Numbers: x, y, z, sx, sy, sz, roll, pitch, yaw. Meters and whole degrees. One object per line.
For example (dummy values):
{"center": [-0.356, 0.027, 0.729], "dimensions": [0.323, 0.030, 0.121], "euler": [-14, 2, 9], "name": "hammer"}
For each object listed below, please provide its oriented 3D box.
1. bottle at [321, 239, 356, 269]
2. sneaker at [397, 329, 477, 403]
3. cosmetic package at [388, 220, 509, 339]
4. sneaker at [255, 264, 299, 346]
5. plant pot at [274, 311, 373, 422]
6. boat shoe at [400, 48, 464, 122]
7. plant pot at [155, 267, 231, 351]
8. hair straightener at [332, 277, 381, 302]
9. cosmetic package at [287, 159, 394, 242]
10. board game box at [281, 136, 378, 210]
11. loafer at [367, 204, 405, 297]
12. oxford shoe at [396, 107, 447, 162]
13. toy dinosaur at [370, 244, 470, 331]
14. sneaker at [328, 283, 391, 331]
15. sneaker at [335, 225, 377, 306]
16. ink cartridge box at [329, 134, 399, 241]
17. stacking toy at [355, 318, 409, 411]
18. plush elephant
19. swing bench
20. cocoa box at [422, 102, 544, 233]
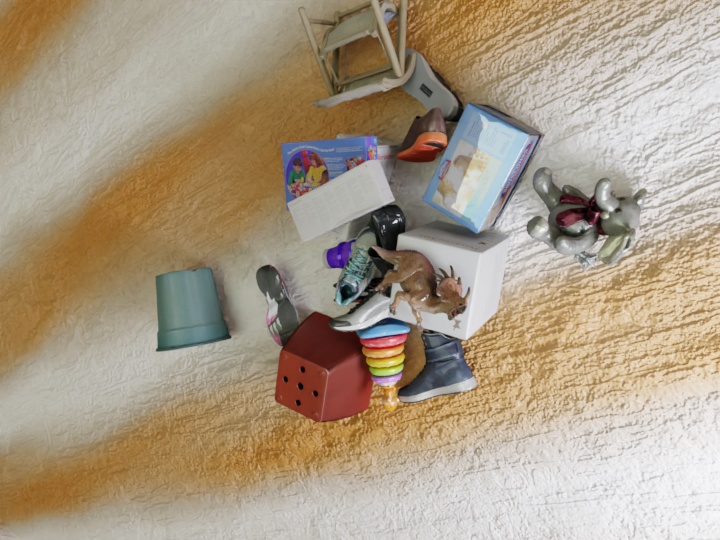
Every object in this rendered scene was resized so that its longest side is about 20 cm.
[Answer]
{"center": [0.007, -0.039, 1.270], "dimensions": [0.198, 0.083, 0.066], "euler": [-9, 86, 32], "name": "bottle"}
{"center": [0.146, 0.205, 1.251], "dimensions": [0.201, 0.077, 0.148], "euler": [-24, 84, 36], "name": "sneaker"}
{"center": [0.176, 0.010, 1.113], "dimensions": [0.166, 0.199, 0.168], "euler": [15, 109, 26], "name": "cosmetic package"}
{"center": [-0.195, 0.085, 1.419], "dimensions": [0.079, 0.086, 0.203], "euler": [-14, 84, 4], "name": "sneaker"}
{"center": [-0.091, 0.240, 1.338], "dimensions": [0.198, 0.176, 0.202], "euler": [18, 110, 25], "name": "plant pot"}
{"center": [0.135, -0.361, 1.129], "dimensions": [0.069, 0.056, 0.201], "euler": [-47, 58, 28], "name": "boat shoe"}
{"center": [-0.457, 0.100, 1.523], "dimensions": [0.198, 0.199, 0.199], "euler": [-10, 88, 31], "name": "plant pot"}
{"center": [0.024, 0.037, 1.302], "dimensions": [0.198, 0.041, 0.078], "euler": [1, 103, 30], "name": "hair straightener"}
{"center": [-0.039, -0.129, 1.070], "dimensions": [0.198, 0.051, 0.083], "euler": [-21, 93, 32], "name": "cosmetic package"}
{"center": [-0.060, -0.189, 1.124], "dimensions": [0.198, 0.045, 0.136], "euler": [4, 104, 30], "name": "board game box"}
{"center": [0.047, -0.034, 1.118], "dimensions": [0.068, 0.070, 0.203], "euler": [-120, 24, -53], "name": "loafer"}
{"center": [0.122, -0.259, 1.119], "dimensions": [0.200, 0.070, 0.074], "euler": [172, 103, -74], "name": "oxford shoe"}
{"center": [0.106, 0.016, 0.994], "dimensions": [0.135, 0.086, 0.201], "euler": [-42, 68, 23], "name": "toy dinosaur"}
{"center": [0.022, 0.076, 1.226], "dimensions": [0.198, 0.074, 0.080], "euler": [-21, 96, -7], "name": "sneaker"}
{"center": [0.000, 0.000, 1.187], "dimensions": [0.077, 0.086, 0.201], "euler": [28, 130, 7], "name": "sneaker"}
{"center": [-0.006, -0.180, 1.207], "dimensions": [0.087, 0.145, 0.202], "euler": [27, 114, 21], "name": "ink cartridge box"}
{"center": [0.057, 0.212, 1.264], "dimensions": [0.115, 0.110, 0.203], "euler": [-8, 95, -6], "name": "stacking toy"}
{"center": [0.404, -0.093, 0.985], "dimensions": [0.200, 0.166, 0.154], "euler": [42, 138, -17], "name": "plush elephant"}
{"center": [-0.003, -0.444, 1.138], "dimensions": [0.197, 0.129, 0.203], "euler": [0, 104, 43], "name": "swing bench"}
{"center": [0.230, -0.193, 1.074], "dimensions": [0.133, 0.131, 0.202], "euler": [34, 116, 19], "name": "cocoa box"}
